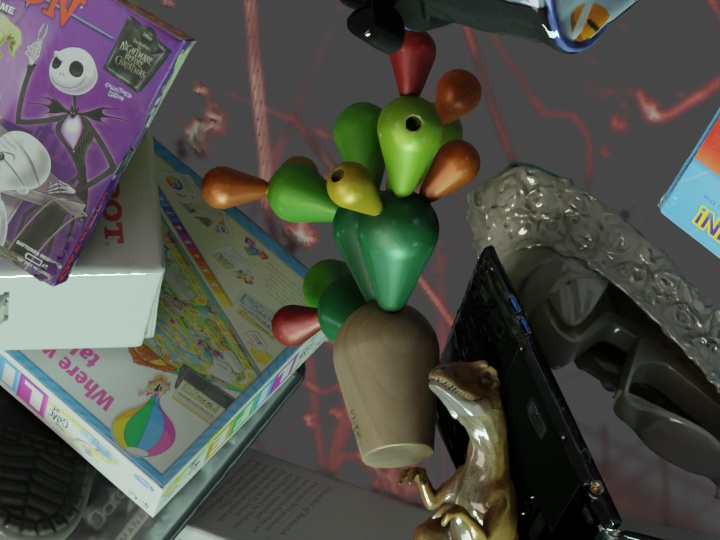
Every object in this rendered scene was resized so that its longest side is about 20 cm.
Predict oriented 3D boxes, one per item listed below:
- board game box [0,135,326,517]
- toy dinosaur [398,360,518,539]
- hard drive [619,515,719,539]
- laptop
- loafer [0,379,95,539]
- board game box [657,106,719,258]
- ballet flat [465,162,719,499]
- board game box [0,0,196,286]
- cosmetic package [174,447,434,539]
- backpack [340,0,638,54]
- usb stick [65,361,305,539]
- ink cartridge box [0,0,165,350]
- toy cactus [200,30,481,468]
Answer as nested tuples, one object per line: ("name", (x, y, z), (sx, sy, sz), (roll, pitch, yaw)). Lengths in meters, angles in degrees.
("board game box", (-0.125, 0.000, 1.308), (0.200, 0.134, 0.034), (41, 152, 9))
("toy dinosaur", (0.049, 0.126, 1.185), (0.060, 0.106, 0.200), (22, 140, 21))
("hard drive", (0.149, 0.206, 1.318), (0.132, 0.027, 0.201), (9, 127, 35))
("laptop", (0.120, 0.094, 1.185), (0.177, 0.103, 0.201), (107, 141, -66))
("loafer", (-0.154, 0.066, 1.339), (0.073, 0.200, 0.071), (25, 133, -7))
("board game box", (0.236, -0.036, 1.032), (0.200, 0.056, 0.196), (39, 139, 10))
("ballet flat", (0.115, 0.031, 1.182), (0.200, 0.072, 0.072), (39, 138, 11))
("board game box", (-0.183, -0.094, 1.174), (0.200, 0.032, 0.120), (29, 95, 4))
("cosmetic package", (-0.022, 0.161, 1.395), (0.199, 0.071, 0.102), (18, 130, 30))
("backpack", (0.082, -0.186, 0.957), (0.154, 0.200, 0.191), (3, 116, 33))
("usb stick", (-0.103, 0.103, 1.362), (0.055, 0.033, 0.200), (40, 98, 7))
("ink cartridge box", (-0.191, -0.043, 1.247), (0.083, 0.199, 0.146), (113, 152, -61))
("toy cactus", (0.000, 0.000, 1.201), (0.200, 0.102, 0.166), (133, 135, -57))
